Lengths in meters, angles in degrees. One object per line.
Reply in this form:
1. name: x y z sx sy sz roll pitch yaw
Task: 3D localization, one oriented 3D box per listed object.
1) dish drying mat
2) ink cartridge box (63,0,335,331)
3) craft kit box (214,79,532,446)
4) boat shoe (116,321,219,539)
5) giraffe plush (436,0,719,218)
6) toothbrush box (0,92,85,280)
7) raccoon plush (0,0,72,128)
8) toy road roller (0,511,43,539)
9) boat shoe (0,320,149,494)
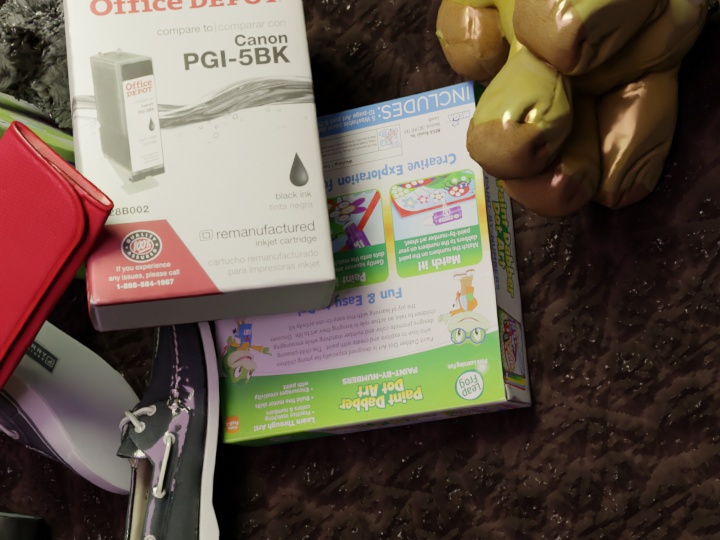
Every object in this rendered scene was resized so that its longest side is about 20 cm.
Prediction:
1. dish drying mat: -0.214 0.006 1.094 0.077 0.018 0.200 41 127 4
2. ink cartridge box: -0.098 -0.074 1.123 0.147 0.083 0.200 -6 78 -7
3. craft kit box: 0.000 0.000 1.163 0.200 0.049 0.198 -10 75 27
4. boat shoe: -0.124 0.117 1.182 0.076 0.060 0.200 149 120 -70
5. giraffe plush: 0.104 -0.149 1.074 0.162 0.173 0.200 35 91 36
6. toothbrush box: -0.243 -0.067 1.214 0.146 0.200 0.086 29 95 30
7. raccoon plush: -0.228 -0.170 1.222 0.134 0.200 0.097 38 102 38
8. toy road roller: -0.316 0.209 1.241 0.200 0.146 0.123 4 83 29
9. boat shoe: -0.216 0.077 1.207 0.068 0.200 0.072 -25 32 40
